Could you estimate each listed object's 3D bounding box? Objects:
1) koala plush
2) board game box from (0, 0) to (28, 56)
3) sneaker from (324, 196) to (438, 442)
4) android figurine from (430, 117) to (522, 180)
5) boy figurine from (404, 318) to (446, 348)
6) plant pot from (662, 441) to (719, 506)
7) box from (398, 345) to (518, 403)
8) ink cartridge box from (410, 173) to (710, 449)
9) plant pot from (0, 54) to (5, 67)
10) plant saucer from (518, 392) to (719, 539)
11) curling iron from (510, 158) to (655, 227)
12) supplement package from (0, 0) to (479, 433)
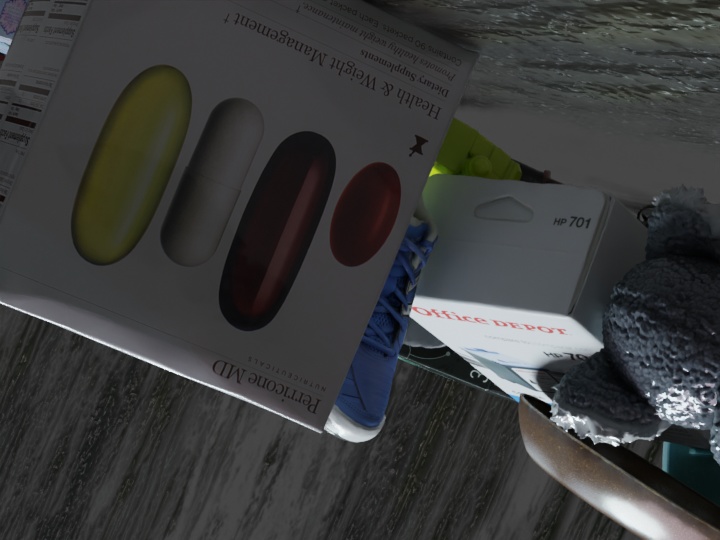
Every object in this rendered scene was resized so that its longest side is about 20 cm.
[{"bbox_3d":[0.217,0.053,1.290,0.200,0.177,0.184,31,-177,22],"label":"koala plush"},{"bbox_3d":[-0.268,-0.192,1.880,0.199,0.041,0.200,21,178,32],"label":"board game box"},{"bbox_3d":[0.000,0.000,1.365,0.076,0.200,0.077,18,153,-39],"label":"sneaker"},{"bbox_3d":[0.028,-0.069,1.502,0.182,0.041,0.200,29,170,-14],"label":"android figurine"},{"bbox_3d":[0.104,-0.011,1.653,0.064,0.125,0.200,-4,-166,44],"label":"boy figurine"},{"bbox_3d":[0.335,0.134,1.612,0.196,0.201,0.200,5,-178,-14],"label":"plant pot"},{"bbox_3d":[0.067,0.005,1.868,0.200,0.149,0.124,22,179,29],"label":"box"},{"bbox_3d":[0.130,0.027,1.442,0.146,0.086,0.200,7,160,40],"label":"ink cartridge box"},{"bbox_3d":[-0.277,-0.093,2.044,0.200,0.183,0.200,3,-154,-1],"label":"plant pot"},{"bbox_3d":[0.174,0.138,1.418,0.200,0.032,0.200,32,-176,-3],"label":"plant saucer"},{"bbox_3d":[0.122,-0.054,1.510,0.200,0.026,0.050,27,159,23],"label":"curling iron"},{"bbox_3d":[-0.082,-0.054,1.162,0.191,0.200,0.147,23,178,-20],"label":"supplement package"}]
